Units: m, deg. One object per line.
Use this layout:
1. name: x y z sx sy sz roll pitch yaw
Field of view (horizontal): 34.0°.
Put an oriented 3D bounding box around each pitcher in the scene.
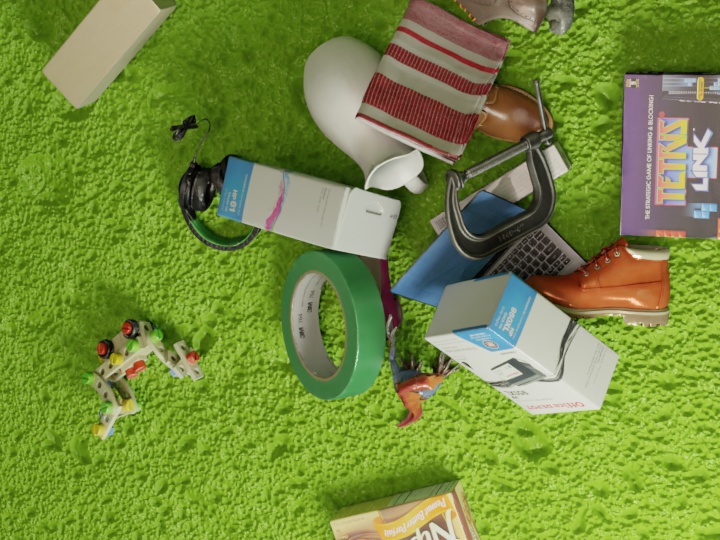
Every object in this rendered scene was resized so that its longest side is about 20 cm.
1. pitcher: 0.015 -0.195 1.542 0.120 0.171 0.202 -34 69 13

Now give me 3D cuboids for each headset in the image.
1. headset: -0.209 -0.119 1.654 0.122 0.094 0.203 -10 110 21

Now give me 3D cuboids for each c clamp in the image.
1. c clamp: 0.172 -0.114 1.453 0.027 0.199 0.173 11 129 57

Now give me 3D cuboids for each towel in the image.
1. towel: 0.093 -0.241 1.475 0.142 0.202 0.023 24 154 3

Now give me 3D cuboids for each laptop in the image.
1. laptop: 0.180 0.021 1.537 0.200 0.116 0.188 45 113 5

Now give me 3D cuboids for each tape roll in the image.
1. tape roll: -0.040 0.073 1.605 0.199 0.048 0.204 16 109 55

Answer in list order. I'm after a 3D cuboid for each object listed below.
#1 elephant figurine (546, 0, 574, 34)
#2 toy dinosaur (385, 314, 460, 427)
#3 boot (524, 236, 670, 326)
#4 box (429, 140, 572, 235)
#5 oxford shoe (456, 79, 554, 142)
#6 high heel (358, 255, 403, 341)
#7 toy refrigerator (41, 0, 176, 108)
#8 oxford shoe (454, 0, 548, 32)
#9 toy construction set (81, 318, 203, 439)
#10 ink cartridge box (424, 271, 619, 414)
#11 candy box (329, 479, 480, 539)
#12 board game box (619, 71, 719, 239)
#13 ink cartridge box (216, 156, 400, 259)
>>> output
1. elephant figurine: 0.278 -0.405 1.398 0.154 0.141 0.203 -24 88 37
2. toy dinosaur: 0.082 0.158 1.565 0.103 0.182 0.203 7 108 13
3. boot: 0.299 0.007 1.499 0.196 0.075 0.109 3 105 -5
4. box: 0.183 -0.101 1.548 0.199 0.039 0.042 -32 92 23
5. oxford shoe: 0.153 -0.213 1.517 0.197 0.071 0.072 23 107 12
6. high heel: 0.000 0.000 1.606 0.066 0.096 0.203 -15 97 22
7. toy refrigerator: -0.355 -0.330 1.672 0.076 0.070 0.200 45 113 -3
8. oxford shoe: 0.140 -0.350 1.490 0.197 0.071 0.074 16 112 15
9. toy construction set: -0.335 0.152 1.763 0.198 0.092 0.133 -29 68 15
10. ink cartridge box: 0.204 0.096 1.488 0.199 0.085 0.144 35 157 -21
11. candy box: 0.067 0.384 1.694 0.197 0.055 0.117 -18 96 22
12. board game box: 0.406 -0.143 1.451 0.163 0.057 0.204 2 103 18
13. ink cartridge box: -0.067 -0.082 1.553 0.198 0.144 0.086 16 94 32
